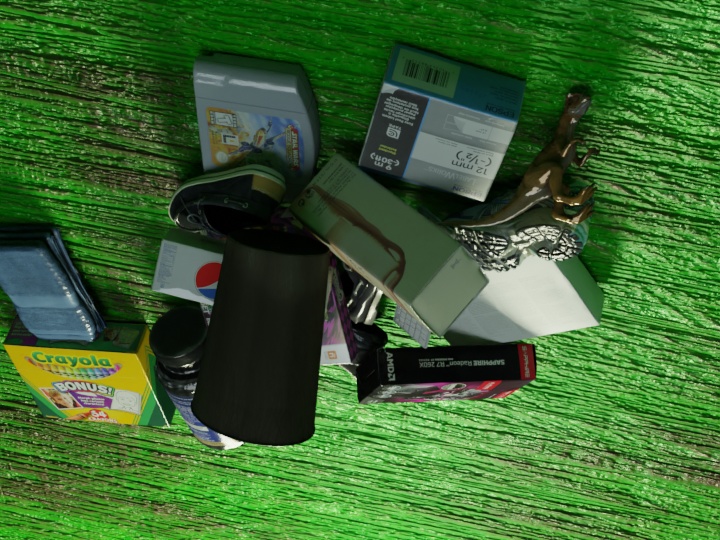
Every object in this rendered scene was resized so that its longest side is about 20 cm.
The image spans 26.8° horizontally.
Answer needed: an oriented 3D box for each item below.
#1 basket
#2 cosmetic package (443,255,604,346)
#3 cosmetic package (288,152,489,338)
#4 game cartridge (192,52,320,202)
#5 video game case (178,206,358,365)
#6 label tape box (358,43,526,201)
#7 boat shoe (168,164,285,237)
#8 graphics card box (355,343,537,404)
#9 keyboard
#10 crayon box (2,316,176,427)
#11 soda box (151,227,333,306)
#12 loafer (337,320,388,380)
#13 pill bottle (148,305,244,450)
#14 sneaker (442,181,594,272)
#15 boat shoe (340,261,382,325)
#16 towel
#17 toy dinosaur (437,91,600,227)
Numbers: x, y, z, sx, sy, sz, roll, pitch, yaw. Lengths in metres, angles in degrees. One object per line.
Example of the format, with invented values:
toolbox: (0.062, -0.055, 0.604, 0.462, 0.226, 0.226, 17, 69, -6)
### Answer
basket: (-0.103, 0.064, 1.635, 0.136, 0.180, 0.201, 5, 103, -18)
cosmetic package: (0.163, 0.018, 1.771, 0.200, 0.052, 0.151, -12, 137, 32)
cosmetic package: (0.030, -0.028, 1.629, 0.200, 0.087, 0.103, 38, 175, 34)
game cartridge: (-0.111, -0.152, 1.660, 0.133, 0.042, 0.200, 12, 143, 10)
video game case: (-0.110, 0.024, 1.815, 0.181, 0.036, 0.201, -5, 113, 21)
label tape box: (0.078, -0.134, 1.595, 0.143, 0.066, 0.200, 16, 141, -2)
boat shoe: (-0.158, -0.068, 1.702, 0.075, 0.062, 0.200, 27, 156, -33)
graphics card box: (0.103, 0.127, 1.853, 0.199, 0.051, 0.125, 0, 165, -14)
keyboard: (0.072, 0.010, 1.726, 0.056, 0.011, 0.200, 45, 146, 28)
crayon box: (-0.373, 0.142, 2.103, 0.199, 0.058, 0.173, 3, 141, 16)
soda box: (-0.133, 0.009, 1.731, 0.199, 0.068, 0.064, 14, 104, -2)
loafer: (-0.068, 0.080, 1.892, 0.199, 0.073, 0.072, 21, 102, -6)
pill bottle: (-0.205, 0.140, 2.001, 0.112, 0.112, 0.200, -1, 141, 20)
sneaker: (0.175, -0.054, 1.653, 0.200, 0.086, 0.078, -2, 139, 44)
boat shoe: (0.000, 0.000, 1.787, 0.063, 0.073, 0.200, 12, 148, -1)
towel: (-0.414, 0.017, 1.967, 0.111, 0.049, 0.200, 1, 142, 17)
toy dinosaur: (0.187, -0.089, 1.552, 0.106, 0.200, 0.060, 43, -170, 25)
